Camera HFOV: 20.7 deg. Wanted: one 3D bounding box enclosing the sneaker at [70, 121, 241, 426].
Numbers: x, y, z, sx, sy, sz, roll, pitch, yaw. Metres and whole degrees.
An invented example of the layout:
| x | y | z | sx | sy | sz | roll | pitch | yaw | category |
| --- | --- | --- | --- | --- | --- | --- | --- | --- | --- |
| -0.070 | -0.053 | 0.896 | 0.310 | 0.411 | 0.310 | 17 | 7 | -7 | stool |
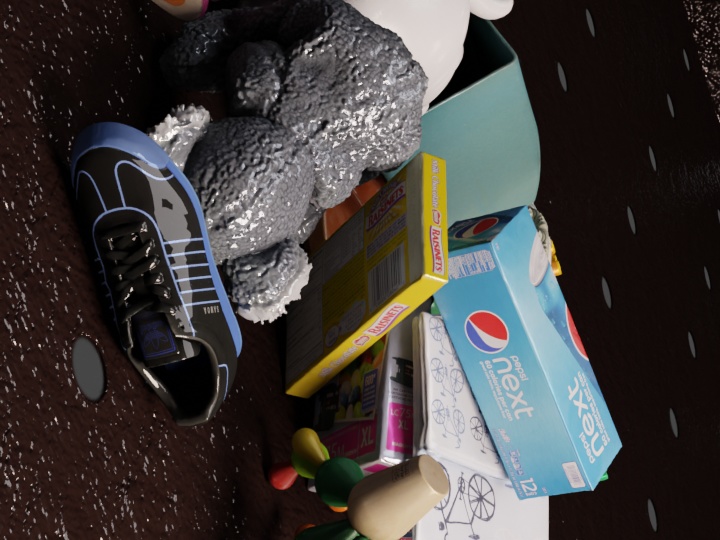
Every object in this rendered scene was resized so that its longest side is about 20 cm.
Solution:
| x | y | z | sx | sy | sz | roll | pitch | yaw | category |
| --- | --- | --- | --- | --- | --- | --- | --- | --- | --- |
| -0.127 | 0.006 | 1.231 | 0.078 | 0.070 | 0.200 | -80 | 150 | -56 | sneaker |

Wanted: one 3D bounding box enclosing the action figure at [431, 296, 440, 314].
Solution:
| x | y | z | sx | sy | sz | roll | pitch | yaw | category |
| --- | --- | --- | --- | --- | --- | --- | --- | --- | --- |
| 0.123 | 0.074 | 1.780 | 0.200 | 0.055 | 0.118 | 44 | 53 | -23 | action figure |

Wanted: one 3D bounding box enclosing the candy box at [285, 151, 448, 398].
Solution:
| x | y | z | sx | sy | sz | roll | pitch | yaw | category |
| --- | --- | --- | --- | --- | --- | --- | --- | --- | --- |
| 0.001 | 0.007 | 1.419 | 0.026 | 0.200 | 0.102 | 18 | 55 | -24 | candy box |

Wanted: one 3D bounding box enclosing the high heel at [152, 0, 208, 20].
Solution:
| x | y | z | sx | sy | sz | roll | pitch | yaw | category |
| --- | --- | --- | --- | --- | --- | --- | --- | --- | --- |
| -0.142 | -0.274 | 1.376 | 0.200 | 0.067 | 0.096 | 60 | 33 | -5 | high heel |

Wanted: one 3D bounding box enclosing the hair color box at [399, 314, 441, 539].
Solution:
| x | y | z | sx | sy | sz | roll | pitch | yaw | category |
| --- | --- | --- | --- | --- | --- | --- | --- | --- | --- |
| 0.044 | 0.135 | 1.554 | 0.100 | 0.060 | 0.200 | 2 | 85 | -62 | hair color box |

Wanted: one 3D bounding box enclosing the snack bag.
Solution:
| x | y | z | sx | sy | sz | roll | pitch | yaw | category |
| --- | --- | --- | --- | --- | --- | --- | --- | --- | --- |
| 0.091 | 0.145 | 1.427 | 0.188 | 0.021 | 0.200 | 24 | 63 | -52 | snack bag |

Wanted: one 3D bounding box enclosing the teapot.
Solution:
| x | y | z | sx | sy | sz | roll | pitch | yaw | category |
| --- | --- | --- | --- | --- | --- | --- | --- | --- | --- |
| 0.006 | -0.175 | 1.525 | 0.146 | 0.200 | 0.198 | 60 | 21 | -27 | teapot |

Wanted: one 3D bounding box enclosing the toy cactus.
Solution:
| x | y | z | sx | sy | sz | roll | pitch | yaw | category |
| --- | --- | --- | --- | --- | --- | --- | --- | --- | --- |
| -0.019 | 0.166 | 1.301 | 0.102 | 0.165 | 0.200 | 45 | 26 | -19 | toy cactus |

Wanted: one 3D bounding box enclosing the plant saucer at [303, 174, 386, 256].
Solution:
| x | y | z | sx | sy | sz | roll | pitch | yaw | category |
| --- | --- | --- | --- | --- | --- | --- | --- | --- | --- |
| 0.000 | 0.000 | 1.623 | 0.200 | 0.032 | 0.201 | -14 | 90 | -69 | plant saucer |

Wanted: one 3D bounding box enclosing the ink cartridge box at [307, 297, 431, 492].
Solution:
| x | y | z | sx | sy | sz | roll | pitch | yaw | category |
| --- | --- | --- | --- | --- | --- | --- | --- | --- | --- |
| 0.009 | 0.058 | 1.453 | 0.042 | 0.119 | 0.200 | 16 | 67 | -23 | ink cartridge box |

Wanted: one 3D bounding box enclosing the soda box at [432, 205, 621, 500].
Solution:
| x | y | z | sx | sy | sz | roll | pitch | yaw | category |
| --- | --- | --- | --- | --- | --- | --- | --- | --- | --- |
| 0.116 | 0.060 | 1.413 | 0.068 | 0.064 | 0.200 | -43 | 115 | -53 | soda box |

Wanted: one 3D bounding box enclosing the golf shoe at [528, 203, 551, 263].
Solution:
| x | y | z | sx | sy | sz | roll | pitch | yaw | category |
| --- | --- | --- | --- | --- | --- | --- | --- | --- | --- |
| 0.144 | -0.018 | 1.774 | 0.097 | 0.078 | 0.200 | 53 | 19 | -36 | golf shoe |

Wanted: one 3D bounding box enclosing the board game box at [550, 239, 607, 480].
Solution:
| x | y | z | sx | sy | sz | roll | pitch | yaw | category |
| --- | --- | --- | --- | --- | --- | --- | --- | --- | --- |
| 0.203 | 0.093 | 1.921 | 0.200 | 0.026 | 0.200 | 70 | 5 | -68 | board game box |

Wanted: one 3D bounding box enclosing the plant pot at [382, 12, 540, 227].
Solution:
| x | y | z | sx | sy | sz | roll | pitch | yaw | category |
| --- | --- | --- | --- | --- | --- | --- | --- | --- | --- |
| 0.068 | -0.122 | 1.684 | 0.141 | 0.141 | 0.200 | 59 | -2 | 41 | plant pot |

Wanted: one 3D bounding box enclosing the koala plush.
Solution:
| x | y | z | sx | sy | sz | roll | pitch | yaw | category |
| --- | --- | --- | --- | --- | --- | --- | --- | --- | --- |
| -0.067 | -0.077 | 1.330 | 0.177 | 0.184 | 0.200 | 57 | 46 | -18 | koala plush |
